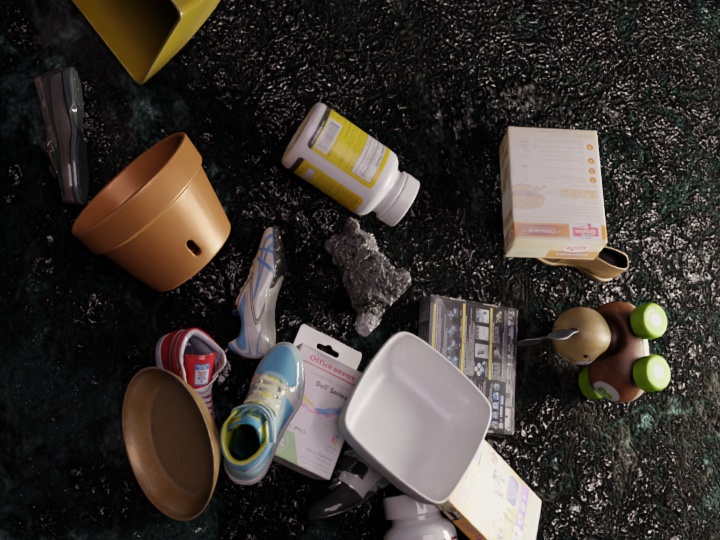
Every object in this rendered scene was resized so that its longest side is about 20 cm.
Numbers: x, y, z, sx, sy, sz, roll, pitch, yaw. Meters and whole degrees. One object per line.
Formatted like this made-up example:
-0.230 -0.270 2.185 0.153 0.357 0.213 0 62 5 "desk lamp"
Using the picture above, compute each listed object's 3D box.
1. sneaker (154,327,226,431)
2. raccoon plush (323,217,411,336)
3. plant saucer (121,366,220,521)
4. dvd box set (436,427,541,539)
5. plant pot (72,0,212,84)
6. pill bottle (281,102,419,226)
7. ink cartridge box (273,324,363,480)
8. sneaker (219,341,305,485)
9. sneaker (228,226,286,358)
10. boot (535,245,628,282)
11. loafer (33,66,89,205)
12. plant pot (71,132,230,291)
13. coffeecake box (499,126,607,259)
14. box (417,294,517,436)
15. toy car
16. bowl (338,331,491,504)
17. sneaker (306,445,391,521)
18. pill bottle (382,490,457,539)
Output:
-0.219 0.175 1.282 0.070 0.112 0.203 -14 85 -35 "sneaker"
0.000 0.000 1.383 0.096 0.200 0.134 -40 95 9 "raccoon plush"
-0.240 0.222 1.235 0.035 0.199 0.204 -12 83 -46 "plant saucer"
0.194 0.345 1.407 0.200 0.029 0.147 47 39 -22 "dvd box set"
-0.285 -0.427 1.352 0.176 0.199 0.201 -41 95 -35 "plant pot"
-0.012 -0.155 1.439 0.198 0.111 0.112 33 69 -12 "pill bottle"
-0.066 0.185 1.369 0.116 0.067 0.203 26 71 -14 "ink cartridge box"
-0.125 0.177 1.250 0.078 0.131 0.203 16 70 4 "sneaker"
-0.149 0.028 1.373 0.071 0.072 0.204 3 67 10 "sneaker"
0.358 -0.040 1.585 0.197 0.075 0.075 19 76 -15 "boot"
-0.416 -0.183 1.316 0.062 0.072 0.204 -7 74 -3 "loafer"
-0.271 -0.068 1.286 0.201 0.199 0.141 -50 116 -23 "plant pot"
0.311 -0.126 1.547 0.150 0.073 0.204 2 68 -4 "coffeecake box"
0.166 0.150 1.481 0.158 0.049 0.204 9 76 -22 "box"
0.354 0.123 1.490 0.197 0.164 0.161 7 76 -25 "toy car"
0.070 0.212 1.346 0.199 0.075 0.201 41 56 -5 "bowl"
-0.008 0.288 1.372 0.198 0.074 0.090 -26 90 -34 "sneaker"
0.092 0.421 1.358 0.108 0.109 0.204 -5 77 -22 "pill bottle"
